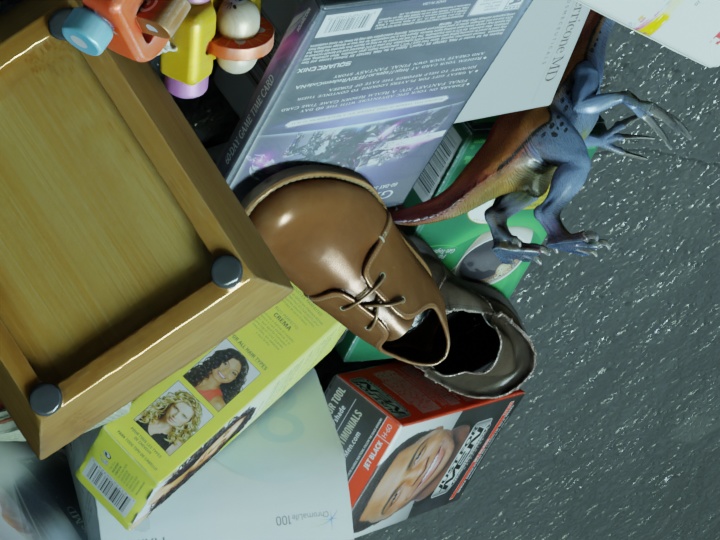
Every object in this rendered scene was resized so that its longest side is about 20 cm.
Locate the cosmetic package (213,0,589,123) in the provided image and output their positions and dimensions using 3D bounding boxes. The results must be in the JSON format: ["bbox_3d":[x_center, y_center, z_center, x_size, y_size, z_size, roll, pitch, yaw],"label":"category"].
[{"bbox_3d":[0.027,-0.136,1.327,0.199,0.071,0.102,-13,141,-32],"label":"cosmetic package"}]

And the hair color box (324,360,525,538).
[{"bbox_3d":[0.027,0.115,1.594,0.102,0.061,0.200,-60,158,19],"label":"hair color box"}]

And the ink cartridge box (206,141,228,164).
[{"bbox_3d":[-0.120,0.019,1.412,0.162,0.057,0.201,-20,140,-24],"label":"ink cartridge box"}]

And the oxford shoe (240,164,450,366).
[{"bbox_3d":[0.000,0.000,1.323,0.071,0.071,0.200,-39,146,12],"label":"oxford shoe"}]

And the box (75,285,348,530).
[{"bbox_3d":[-0.078,0.065,1.399,0.200,0.050,0.075,-42,173,-33],"label":"box"}]

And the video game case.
[{"bbox_3d":[0.000,-0.089,1.263,0.142,0.019,0.200,-12,152,-33],"label":"video game case"}]

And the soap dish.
[{"bbox_3d":[-0.150,-0.030,1.186,0.157,0.201,0.081,-33,-177,-3],"label":"soap dish"}]

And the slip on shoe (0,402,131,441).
[{"bbox_3d":[-0.187,0.064,1.339,0.074,0.062,0.200,0,169,-31],"label":"slip on shoe"}]

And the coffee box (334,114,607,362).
[{"bbox_3d":[0.063,-0.027,1.524,0.122,0.044,0.201,-5,136,-38],"label":"coffee box"}]

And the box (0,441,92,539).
[{"bbox_3d":[-0.191,0.205,1.434,0.198,0.201,0.123,3,136,-45],"label":"box"}]

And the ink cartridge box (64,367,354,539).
[{"bbox_3d":[-0.080,0.148,1.406,0.159,0.201,0.047,-4,134,-19],"label":"ink cartridge box"}]

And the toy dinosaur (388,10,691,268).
[{"bbox_3d":[0.126,-0.098,1.414,0.199,0.183,0.105,15,163,-30],"label":"toy dinosaur"}]

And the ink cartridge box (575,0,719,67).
[{"bbox_3d":[0.149,-0.226,1.255,0.147,0.145,0.199,-48,145,18],"label":"ink cartridge box"}]

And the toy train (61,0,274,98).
[{"bbox_3d":[-0.061,-0.160,1.153,0.201,0.055,0.151,-56,157,-21],"label":"toy train"}]

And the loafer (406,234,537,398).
[{"bbox_3d":[0.059,0.047,1.506,0.073,0.071,0.200,-42,147,11],"label":"loafer"}]
